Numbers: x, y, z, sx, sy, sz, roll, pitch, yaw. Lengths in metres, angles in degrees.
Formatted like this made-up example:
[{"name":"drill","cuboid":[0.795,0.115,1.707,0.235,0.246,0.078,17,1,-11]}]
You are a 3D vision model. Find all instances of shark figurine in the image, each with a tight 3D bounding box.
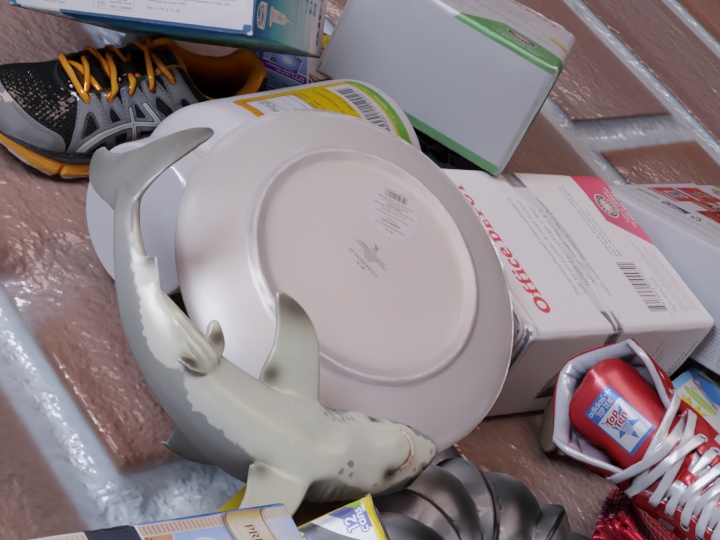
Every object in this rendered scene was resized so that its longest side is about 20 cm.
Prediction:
[{"name":"shark figurine","cuboid":[-0.075,0.046,0.645,0.215,0.089,0.128,50,51,-5]}]

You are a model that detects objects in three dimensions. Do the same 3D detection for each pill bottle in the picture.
[{"name":"pill bottle","cuboid":[-0.059,-0.045,0.824,0.111,0.112,0.199,47,34,17]}]

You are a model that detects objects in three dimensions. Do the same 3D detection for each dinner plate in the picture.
[{"name":"dinner plate","cuboid":[0.000,0.000,0.737,0.198,0.024,0.203,15,57,-25]}]

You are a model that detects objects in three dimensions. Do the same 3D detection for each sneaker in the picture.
[{"name":"sneaker","cuboid":[0.169,0.104,0.713,0.112,0.072,0.200,40,-2,-34]},{"name":"sneaker","cuboid":[-0.141,-0.106,0.858,0.198,0.078,0.079,-4,51,-44]}]

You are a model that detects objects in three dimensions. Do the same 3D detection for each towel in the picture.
[{"name":"towel","cuboid":[0.192,0.174,0.787,0.144,0.023,0.200,42,7,11]}]

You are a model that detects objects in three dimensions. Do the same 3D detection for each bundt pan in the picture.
[{"name":"bundt pan","cuboid":[0.062,0.174,0.694,0.200,0.076,0.203,25,33,-18]}]

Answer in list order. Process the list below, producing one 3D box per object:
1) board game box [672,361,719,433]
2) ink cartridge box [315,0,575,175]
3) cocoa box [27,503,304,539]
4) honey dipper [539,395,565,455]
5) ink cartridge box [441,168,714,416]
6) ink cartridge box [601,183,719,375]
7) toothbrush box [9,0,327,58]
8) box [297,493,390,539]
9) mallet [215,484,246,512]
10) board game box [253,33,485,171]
[{"name":"board game box","cuboid":[0.287,0.148,0.976,0.200,0.034,0.134,47,33,16]},{"name":"ink cartridge box","cuboid":[0.068,-0.155,1.010,0.144,0.088,0.200,30,21,3]},{"name":"cocoa box","cuboid":[-0.059,0.203,0.486,0.130,0.134,0.201,0,47,-44]},{"name":"honey dipper","cuboid":[0.210,0.121,0.900,0.197,0.038,0.038,17,35,-9]},{"name":"ink cartridge box","cuboid":[0.116,0.012,0.941,0.198,0.085,0.146,1,46,-45]},{"name":"ink cartridge box","cuboid":[0.285,0.012,1.041,0.174,0.085,0.199,-5,29,-45]},{"name":"toothbrush box","cuboid":[-0.105,-0.184,0.871,0.144,0.087,0.200,8,5,10]},{"name":"box","cuboid":[0.014,0.200,0.570,0.064,0.069,0.202,73,-6,-66]},{"name":"mallet","cuboid":[-0.057,0.123,0.667,0.065,0.042,0.200,10,31,20]},{"name":"board game box","cuboid":[0.009,-0.106,1.035,0.198,0.035,0.136,24,34,-17]}]
